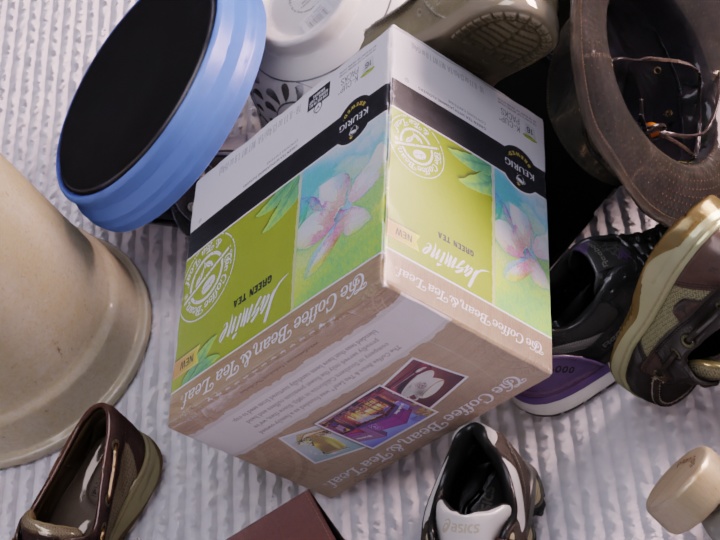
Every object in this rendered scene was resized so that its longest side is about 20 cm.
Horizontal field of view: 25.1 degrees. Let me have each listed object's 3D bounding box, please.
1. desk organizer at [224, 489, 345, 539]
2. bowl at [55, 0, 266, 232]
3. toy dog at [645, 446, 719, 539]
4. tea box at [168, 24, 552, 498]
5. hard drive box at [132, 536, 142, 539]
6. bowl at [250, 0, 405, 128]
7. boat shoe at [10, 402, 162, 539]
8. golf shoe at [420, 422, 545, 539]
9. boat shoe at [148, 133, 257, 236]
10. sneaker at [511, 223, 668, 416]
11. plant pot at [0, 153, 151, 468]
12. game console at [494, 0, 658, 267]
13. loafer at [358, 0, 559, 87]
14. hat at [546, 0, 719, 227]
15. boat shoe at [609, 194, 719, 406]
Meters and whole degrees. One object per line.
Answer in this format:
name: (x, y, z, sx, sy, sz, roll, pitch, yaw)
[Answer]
desk organizer: (-0.014, 0.226, 0.901, 0.077, 0.072, 0.200, -31, 48, -2)
bowl: (-0.145, -0.124, 1.133, 0.200, 0.039, 0.201, -34, 39, 34)
toy dog: (0.252, 0.091, 0.875, 0.200, 0.132, 0.096, -26, 14, 20)
tea box: (0.000, 0.000, 0.982, 0.200, 0.133, 0.197, -35, 40, 38)
hard drive box: (-0.156, 0.276, 0.903, 0.200, 0.077, 0.156, -36, 61, -7)
bowl: (-0.018, -0.175, 1.146, 0.200, 0.094, 0.201, -16, 60, 29)
boat shoe: (-0.193, 0.174, 1.013, 0.072, 0.072, 0.200, 13, 61, 29)
golf shoe: (0.058, 0.179, 0.903, 0.078, 0.095, 0.200, -6, 54, 15)
boat shoe: (-0.108, -0.055, 1.156, 0.200, 0.072, 0.068, 7, 58, 30)
sneaker: (0.170, 0.009, 0.992, 0.200, 0.088, 0.076, -34, 50, -7)
plant pot: (-0.268, 0.003, 1.100, 0.200, 0.184, 0.201, -10, 51, 13)
game console: (0.148, -0.108, 1.136, 0.176, 0.117, 0.200, -13, 44, -29)
loafer: (0.063, -0.151, 1.008, 0.200, 0.076, 0.068, -13, 53, 58)
hat: (0.162, -0.114, 0.984, 0.081, 0.201, 0.201, -16, 44, 47)
boat shoe: (0.187, 0.036, 0.902, 0.073, 0.200, 0.065, -38, 66, -12)
